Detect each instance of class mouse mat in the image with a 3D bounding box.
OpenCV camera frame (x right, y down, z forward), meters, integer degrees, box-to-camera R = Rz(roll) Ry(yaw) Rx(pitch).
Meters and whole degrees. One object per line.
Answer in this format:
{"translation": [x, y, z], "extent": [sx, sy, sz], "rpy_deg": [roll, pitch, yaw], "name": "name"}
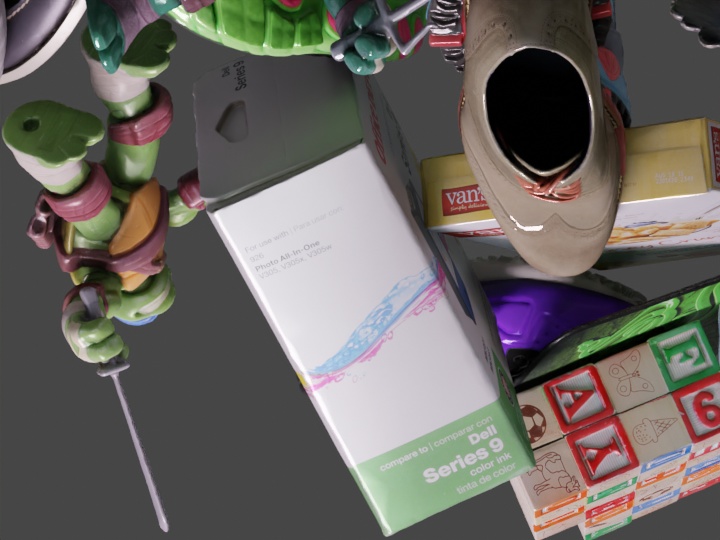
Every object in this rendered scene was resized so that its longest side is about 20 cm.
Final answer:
{"translation": [0.143, 0.040, 1.502], "extent": [0.161, 0.008, 0.200], "rpy_deg": [-19, 165, -17], "name": "mouse mat"}

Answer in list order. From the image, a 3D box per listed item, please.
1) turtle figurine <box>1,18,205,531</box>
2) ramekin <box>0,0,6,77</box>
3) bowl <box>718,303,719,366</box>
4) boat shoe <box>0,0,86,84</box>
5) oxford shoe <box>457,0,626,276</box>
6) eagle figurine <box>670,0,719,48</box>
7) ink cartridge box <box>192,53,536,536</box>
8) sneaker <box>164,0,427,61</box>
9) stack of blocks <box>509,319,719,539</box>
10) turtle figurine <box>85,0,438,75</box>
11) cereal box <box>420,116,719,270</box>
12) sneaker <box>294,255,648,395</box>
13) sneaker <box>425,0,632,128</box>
{"translation": [-0.092, -0.019, 1.472], "extent": [0.144, 0.200, 0.194], "rpy_deg": [-25, 140, -7], "name": "turtle figurine"}
{"translation": [-0.253, -0.119, 1.350], "extent": [0.202, 0.094, 0.203], "rpy_deg": [22, 134, 24], "name": "ramekin"}
{"translation": [0.242, 0.017, 1.365], "extent": [0.105, 0.201, 0.201], "rpy_deg": [40, 157, 25], "name": "bowl"}
{"translation": [-0.184, -0.129, 1.391], "extent": [0.063, 0.073, 0.200], "rpy_deg": [26, 149, -27], "name": "boat shoe"}
{"translation": [0.072, -0.053, 1.222], "extent": [0.070, 0.075, 0.200], "rpy_deg": [-6, 141, 10], "name": "oxford shoe"}
{"translation": [0.221, -0.092, 1.201], "extent": [0.152, 0.200, 0.151], "rpy_deg": [25, 149, 28], "name": "eagle figurine"}
{"translation": [0.000, 0.000, 1.402], "extent": [0.087, 0.145, 0.200], "rpy_deg": [-26, 118, 8], "name": "ink cartridge box"}
{"translation": [-0.050, -0.127, 1.308], "extent": [0.084, 0.077, 0.200], "rpy_deg": [1, 172, 36], "name": "sneaker"}
{"translation": [0.133, 0.093, 1.546], "extent": [0.115, 0.059, 0.200], "rpy_deg": [-23, 167, -1], "name": "stack of blocks"}
{"translation": [-0.020, -0.152, 1.185], "extent": [0.200, 0.101, 0.150], "rpy_deg": [-15, 101, 2], "name": "turtle figurine"}
{"translation": [0.135, -0.034, 1.393], "extent": [0.144, 0.040, 0.200], "rpy_deg": [-8, 172, 28], "name": "cereal box"}
{"translation": [0.055, 0.043, 1.543], "extent": [0.200, 0.100, 0.070], "rpy_deg": [4, 174, 18], "name": "sneaker"}
{"translation": [0.071, -0.128, 1.286], "extent": [0.079, 0.096, 0.200], "rpy_deg": [-6, 158, 7], "name": "sneaker"}
